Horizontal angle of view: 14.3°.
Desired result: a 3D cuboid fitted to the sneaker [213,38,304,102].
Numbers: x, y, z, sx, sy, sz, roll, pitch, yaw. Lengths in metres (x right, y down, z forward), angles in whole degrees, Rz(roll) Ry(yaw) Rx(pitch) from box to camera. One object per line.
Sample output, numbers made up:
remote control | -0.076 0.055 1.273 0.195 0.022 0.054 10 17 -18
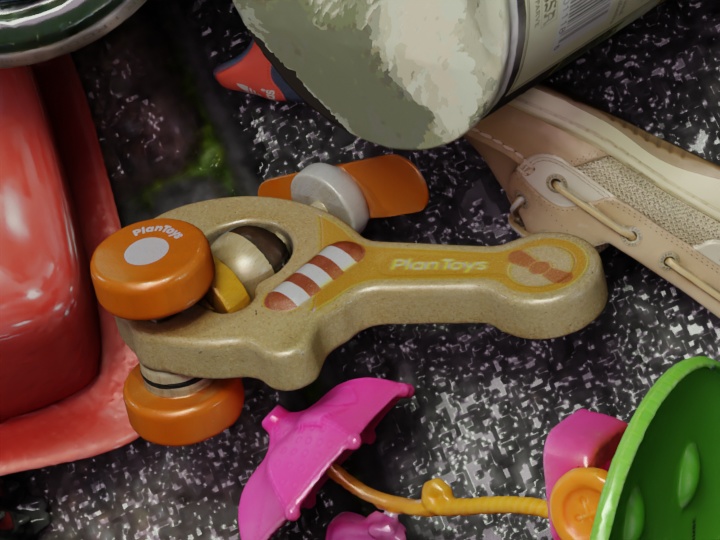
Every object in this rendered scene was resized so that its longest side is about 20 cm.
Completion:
sneaker | -0.037 -0.167 1.179 0.084 0.075 0.201 -6 82 8

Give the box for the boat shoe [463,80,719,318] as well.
boat shoe | 0.087 -0.031 1.125 0.199 0.071 0.065 26 97 5

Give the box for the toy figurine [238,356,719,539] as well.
toy figurine | 0.040 0.117 1.116 0.184 0.150 0.201 10 111 28

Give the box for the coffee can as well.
coffee can | 0.062 -0.153 1.068 0.200 0.147 0.146 -33 72 -36

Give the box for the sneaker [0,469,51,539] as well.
sneaker | -0.176 0.157 1.171 0.098 0.071 0.201 -9 75 20

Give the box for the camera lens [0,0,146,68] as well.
camera lens | -0.142 -0.170 1.089 0.159 0.200 0.161 -2 106 -7

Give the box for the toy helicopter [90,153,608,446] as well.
toy helicopter | 0.000 0.000 1.118 0.199 0.132 0.079 1 126 18

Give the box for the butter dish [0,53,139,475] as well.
butter dish | -0.188 -0.023 1.123 0.199 0.148 0.201 -11 70 -13
